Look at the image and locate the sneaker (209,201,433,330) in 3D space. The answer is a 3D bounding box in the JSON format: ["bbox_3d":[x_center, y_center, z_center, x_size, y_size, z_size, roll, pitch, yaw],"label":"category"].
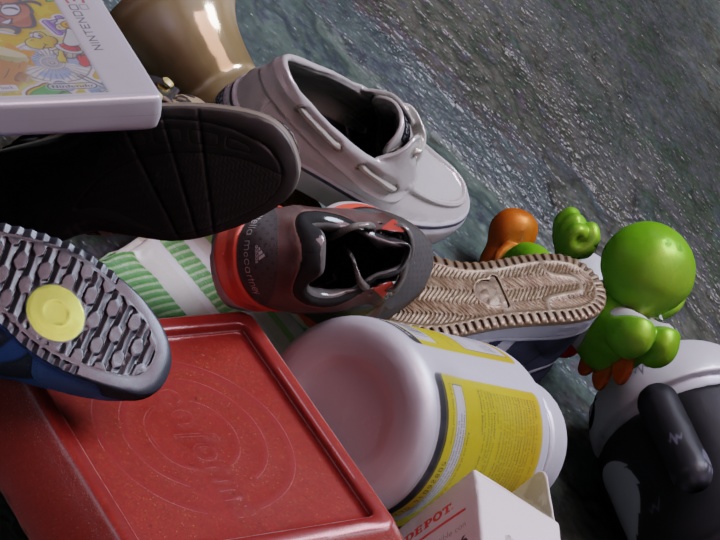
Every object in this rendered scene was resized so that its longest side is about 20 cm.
[{"bbox_3d":[0.000,0.000,1.354,0.200,0.082,0.077,-2,93,-59],"label":"sneaker"}]

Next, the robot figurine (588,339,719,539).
[{"bbox_3d":[0.222,0.141,1.588,0.125,0.150,0.200,-4,55,-25],"label":"robot figurine"}]

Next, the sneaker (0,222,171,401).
[{"bbox_3d":[-0.190,0.018,1.182,0.200,0.078,0.066,22,54,-14],"label":"sneaker"}]

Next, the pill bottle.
[{"bbox_3d":[0.038,0.091,1.392,0.200,0.112,0.112,15,43,-58],"label":"pill bottle"}]

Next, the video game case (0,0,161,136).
[{"bbox_3d":[-0.222,-0.122,1.239,0.200,0.023,0.182,-5,36,-24],"label":"video game case"}]

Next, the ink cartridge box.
[{"bbox_3d":[0.047,0.191,1.292,0.067,0.116,0.200,34,31,-26],"label":"ink cartridge box"}]

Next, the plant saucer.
[{"bbox_3d":[-0.087,0.091,1.226,0.200,0.037,0.200,-3,45,-40],"label":"plant saucer"}]

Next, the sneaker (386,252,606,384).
[{"bbox_3d":[0.044,0.043,1.512,0.200,0.109,0.070,0,53,-26],"label":"sneaker"}]

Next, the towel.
[{"bbox_3d":[-0.084,0.039,1.392,0.153,0.023,0.200,50,27,0],"label":"towel"}]

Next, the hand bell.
[{"bbox_3d":[-0.067,-0.077,1.460,0.104,0.104,0.200,-7,59,-56],"label":"hand bell"}]

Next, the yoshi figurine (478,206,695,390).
[{"bbox_3d":[0.160,0.003,1.603,0.200,0.112,0.112,-148,-137,-65],"label":"yoshi figurine"}]

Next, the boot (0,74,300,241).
[{"bbox_3d":[-0.112,-0.064,1.321,0.151,0.200,0.073,-50,126,-67],"label":"boot"}]

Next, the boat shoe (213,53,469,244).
[{"bbox_3d":[0.005,-0.075,1.438,0.200,0.066,0.072,27,42,-39],"label":"boat shoe"}]
